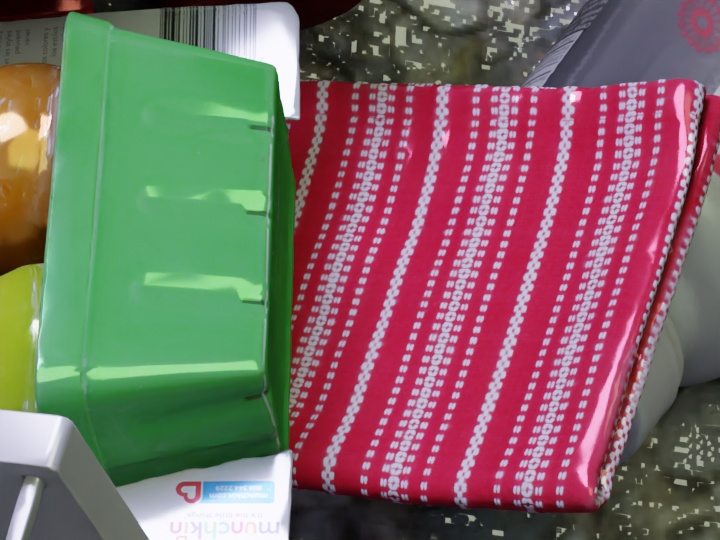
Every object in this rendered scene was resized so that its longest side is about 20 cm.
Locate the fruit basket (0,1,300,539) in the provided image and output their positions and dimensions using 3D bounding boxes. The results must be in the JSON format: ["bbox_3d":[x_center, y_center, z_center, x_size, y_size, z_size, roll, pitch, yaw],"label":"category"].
[{"bbox_3d":[-0.116,0.007,0.809,0.199,0.094,0.186,-6,56,9],"label":"fruit basket"}]

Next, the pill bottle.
[{"bbox_3d":[0.101,-0.034,0.918,0.111,0.111,0.200,34,58,4],"label":"pill bottle"}]

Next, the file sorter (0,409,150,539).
[{"bbox_3d":[-0.118,0.128,0.689,0.138,0.200,0.125,4,60,18],"label":"file sorter"}]

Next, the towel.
[{"bbox_3d":[0.000,0.000,0.849,0.199,0.022,0.145,4,60,31],"label":"towel"}]

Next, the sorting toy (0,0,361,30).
[{"bbox_3d":[-0.063,-0.120,0.873,0.198,0.200,0.070,-8,80,-20],"label":"sorting toy"}]
